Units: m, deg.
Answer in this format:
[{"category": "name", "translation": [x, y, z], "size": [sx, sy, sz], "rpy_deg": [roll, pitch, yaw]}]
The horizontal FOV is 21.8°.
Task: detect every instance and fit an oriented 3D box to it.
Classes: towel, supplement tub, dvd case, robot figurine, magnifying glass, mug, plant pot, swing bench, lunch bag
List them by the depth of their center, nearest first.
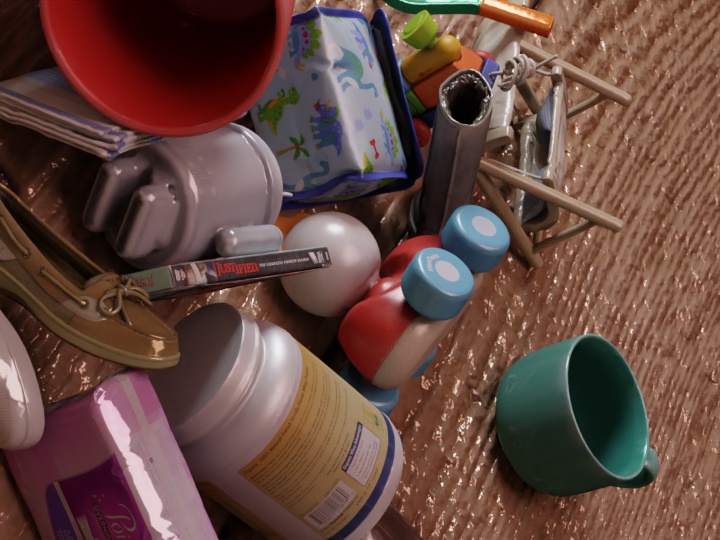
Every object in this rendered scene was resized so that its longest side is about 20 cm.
[{"category": "plant pot", "translation": [-0.131, -0.231, 1.469], "size": [0.201, 0.199, 0.178], "rpy_deg": [56, 25, -16]}, {"category": "dvd case", "translation": [-0.138, 0.008, 1.516], "size": [0.199, 0.145, 0.022], "rpy_deg": [-10, 89, -53]}, {"category": "towel", "translation": [-0.199, -0.138, 1.536], "size": [0.199, 0.146, 0.024], "rpy_deg": [-27, 133, -55]}, {"category": "supplement tub", "translation": [-0.075, 0.131, 1.536], "size": [0.200, 0.143, 0.145], "rpy_deg": [42, 44, -33]}, {"category": "robot figurine", "translation": [-0.141, -0.063, 1.572], "size": [0.169, 0.114, 0.199], "rpy_deg": [41, 30, 21]}, {"category": "lunch bag", "translation": [-0.015, -0.155, 1.784], "size": [0.200, 0.126, 0.172], "rpy_deg": [-8, 83, -66]}, {"category": "mug", "translation": [0.216, 0.168, 1.924], "size": [0.152, 0.114, 0.187], "rpy_deg": [-35, 102, -54]}, {"category": "magnifying glass", "translation": [0.108, -0.288, 1.983], "size": [0.198, 0.022, 0.080], "rpy_deg": [18, 54, 8]}, {"category": "swing bench", "translation": [0.182, -0.149, 2.033], "size": [0.199, 0.129, 0.200], "rpy_deg": [36, 47, -30]}]

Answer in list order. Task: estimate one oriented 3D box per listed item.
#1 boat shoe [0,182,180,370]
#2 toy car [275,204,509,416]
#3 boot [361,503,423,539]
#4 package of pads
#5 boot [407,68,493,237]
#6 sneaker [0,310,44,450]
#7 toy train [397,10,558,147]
[{"category": "boat shoe", "translation": [-0.214, 0.006, 1.396], "size": [0.200, 0.064, 0.073], "rpy_deg": [32, 16, 19]}, {"category": "toy car", "translation": [0.000, 0.000, 1.721], "size": [0.199, 0.185, 0.177], "rpy_deg": [37, 38, 5]}, {"category": "boot", "translation": [0.039, 0.307, 1.665], "size": [0.200, 0.064, 0.187], "rpy_deg": [51, 26, -28]}, {"category": "package of pads", "translation": [-0.179, 0.181, 1.396], "size": [0.075, 0.120, 0.202], "rpy_deg": [-27, 94, -54]}, {"category": "boot", "translation": [0.086, -0.105, 1.817], "size": [0.183, 0.072, 0.202], "rpy_deg": [-94, -176, -56]}, {"category": "sneaker", "translation": [-0.312, 0.050, 1.337], "size": [0.115, 0.073, 0.201], "rpy_deg": [-20, 80, -53]}, {"category": "toy train", "translation": [0.090, -0.216, 1.883], "size": [0.116, 0.199, 0.085], "rpy_deg": [45, 42, -22]}]
